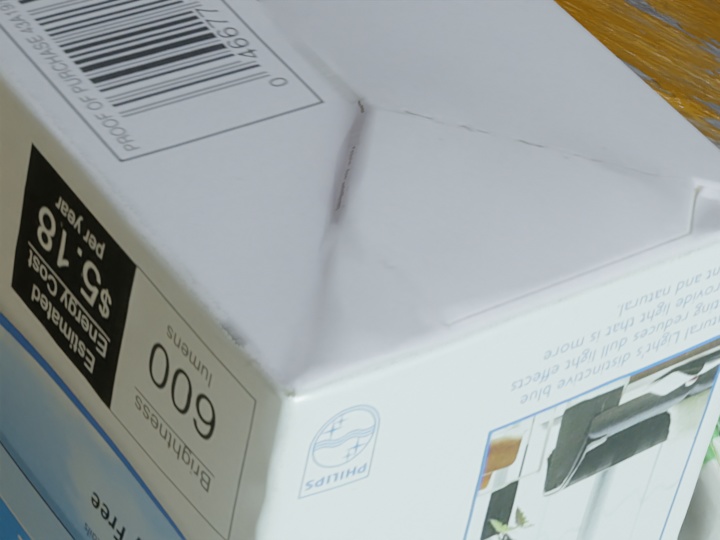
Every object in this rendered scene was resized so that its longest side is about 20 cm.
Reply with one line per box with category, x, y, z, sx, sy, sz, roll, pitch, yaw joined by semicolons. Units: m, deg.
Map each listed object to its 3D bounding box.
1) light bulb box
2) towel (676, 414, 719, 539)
light bulb box;-0.035;0.021;0.618;0.124;0.201;0.198;-18;48;-32
towel;0.020;0.002;0.661;0.023;0.153;0.201;-20;75;-32
